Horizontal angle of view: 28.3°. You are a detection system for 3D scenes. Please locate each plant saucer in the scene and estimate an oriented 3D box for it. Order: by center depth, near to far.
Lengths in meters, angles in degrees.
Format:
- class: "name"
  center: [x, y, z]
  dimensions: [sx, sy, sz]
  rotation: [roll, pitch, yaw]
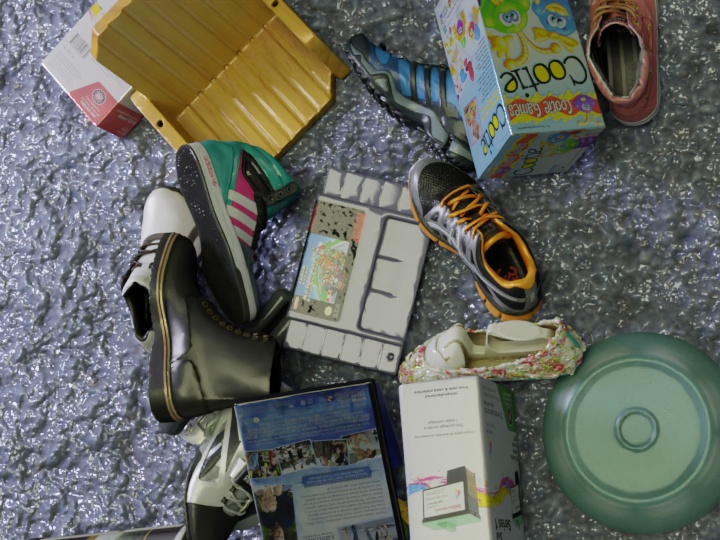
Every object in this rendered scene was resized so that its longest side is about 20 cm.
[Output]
- class: "plant saucer"
  center: [0.273, 0.157, 1.398]
  dimensions: [0.200, 0.036, 0.200]
  rotation: [-3, 80, 19]

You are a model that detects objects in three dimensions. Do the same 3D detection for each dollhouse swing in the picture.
- class: "dollhouse swing"
  center: [-0.156, -0.222, 1.544]
  dimensions: [0.200, 0.176, 0.182]
  rotation: [-44, 69, 6]

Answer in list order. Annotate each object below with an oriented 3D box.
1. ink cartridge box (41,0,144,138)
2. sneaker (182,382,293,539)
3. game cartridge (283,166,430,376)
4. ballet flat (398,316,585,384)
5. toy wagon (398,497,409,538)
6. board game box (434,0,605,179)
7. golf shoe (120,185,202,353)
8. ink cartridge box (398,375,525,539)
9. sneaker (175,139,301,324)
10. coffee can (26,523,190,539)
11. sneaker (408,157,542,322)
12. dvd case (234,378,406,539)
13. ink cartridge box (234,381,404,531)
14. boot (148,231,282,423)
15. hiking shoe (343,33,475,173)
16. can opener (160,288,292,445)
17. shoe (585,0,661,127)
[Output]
- class: "ink cartridge box"
  center: [-0.255, -0.266, 1.644]
  dimensions: [0.200, 0.067, 0.116]
  rotation: [-45, 70, 9]
- class: "sneaker"
  center: [-0.120, 0.200, 1.460]
  dimensions: [0.088, 0.074, 0.200]
  rotation: [5, 72, 27]
- class: "game cartridge"
  center: [0.000, 0.000, 1.508]
  dimensions: [0.130, 0.038, 0.200]
  rotation: [14, 85, 0]
- class: "ballet flat"
  center: [0.126, 0.077, 1.442]
  dimensions: [0.200, 0.064, 0.076]
  rotation: [-9, 46, 19]
- class: "toy wagon"
  center: [-0.016, 0.312, 1.471]
  dimensions: [0.200, 0.040, 0.155]
  rotation: [-45, 70, 6]
- class: "board game box"
  center: [0.158, -0.207, 1.441]
  dimensions: [0.103, 0.105, 0.200]
  rotation: [-6, 70, -18]
- class: "golf shoe"
  center: [-0.218, -0.004, 1.571]
  dimensions: [0.078, 0.094, 0.200]
  rotation: [-10, 76, 19]
- class: "ink cartridge box"
  center: [0.103, 0.212, 1.389]
  dimensions: [0.084, 0.145, 0.200]
  rotation: [-8, 77, 18]
- class: "sneaker"
  center: [-0.116, -0.051, 1.539]
  dimensions: [0.084, 0.121, 0.200]
  rotation: [-8, 98, 57]
- class: "coffee can"
  center: [-0.251, 0.343, 1.491]
  dimensions: [0.200, 0.146, 0.146]
  rotation: [-10, 77, 17]
- class: "sneaker"
  center: [0.122, -0.041, 1.454]
  dimensions: [0.078, 0.077, 0.200]
  rotation: [-35, 75, -13]
- class: "dvd case"
  center: [-0.037, 0.214, 1.419]
  dimensions: [0.143, 0.018, 0.200]
  rotation: [-10, 98, 7]
- class: "ink cartridge box"
  center: [-0.060, 0.192, 1.502]
  dimensions: [0.200, 0.039, 0.099]
  rotation: [-25, 63, 13]
- class: "boot"
  center: [-0.143, 0.054, 1.477]
  dimensions: [0.138, 0.077, 0.200]
  rotation: [-7, 75, 14]
- class: "hiking shoe"
  center: [0.070, -0.193, 1.521]
  dimensions: [0.200, 0.074, 0.087]
  rotation: [43, 88, 11]
- class: "can opener"
  center: [-0.137, 0.105, 1.535]
  dimensions: [0.053, 0.067, 0.200]
  rotation: [42, 96, 21]
- class: "shoe"
  center: [0.265, -0.251, 1.444]
  dimensions: [0.071, 0.091, 0.200]
  rotation: [-8, 78, 18]
